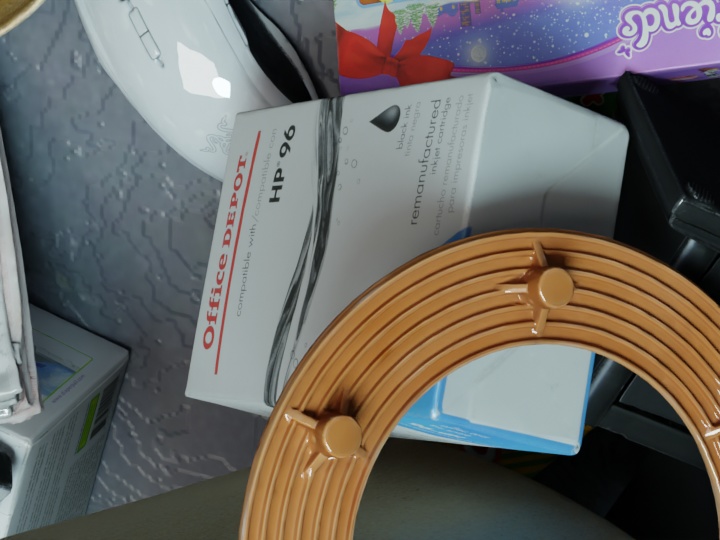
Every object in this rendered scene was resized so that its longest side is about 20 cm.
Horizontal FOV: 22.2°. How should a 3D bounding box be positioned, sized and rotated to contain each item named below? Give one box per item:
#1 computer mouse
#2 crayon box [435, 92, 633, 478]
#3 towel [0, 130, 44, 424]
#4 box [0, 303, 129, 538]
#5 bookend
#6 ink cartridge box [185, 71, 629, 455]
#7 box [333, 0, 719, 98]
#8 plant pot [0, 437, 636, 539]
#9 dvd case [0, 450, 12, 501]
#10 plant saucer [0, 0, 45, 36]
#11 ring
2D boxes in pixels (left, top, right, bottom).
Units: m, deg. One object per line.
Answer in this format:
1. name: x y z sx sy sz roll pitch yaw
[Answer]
1. computer mouse: -0.089 -0.116 0.774 0.109 0.044 0.200 -35 95 28
2. crayon box: 0.061 0.010 0.762 0.127 0.051 0.200 46 119 -1
3. towel: -0.249 -0.008 0.798 0.198 0.032 0.192 -13 72 -2
4. box: -0.228 0.061 0.867 0.199 0.101 0.113 25 118 10
5. bookend: 0.139 0.063 0.681 0.199 0.092 0.199 23 117 -18
6. ink cartridge box: 0.000 0.000 0.676 0.199 0.067 0.117 -2 75 55
7. box: 0.083 -0.135 0.675 0.199 0.039 0.138 -5 87 23
8. plant pot: 0.008 0.175 0.652 0.176 0.199 0.202 -6 95 52
9. dvd case: -0.265 0.119 0.782 0.150 0.025 0.200 22 129 -36
10. plant saucer: -0.195 -0.183 0.732 0.198 0.035 0.202 2 112 4
11. ring: 0.058 0.088 0.557 0.201 0.200 0.019 62 160 -10
